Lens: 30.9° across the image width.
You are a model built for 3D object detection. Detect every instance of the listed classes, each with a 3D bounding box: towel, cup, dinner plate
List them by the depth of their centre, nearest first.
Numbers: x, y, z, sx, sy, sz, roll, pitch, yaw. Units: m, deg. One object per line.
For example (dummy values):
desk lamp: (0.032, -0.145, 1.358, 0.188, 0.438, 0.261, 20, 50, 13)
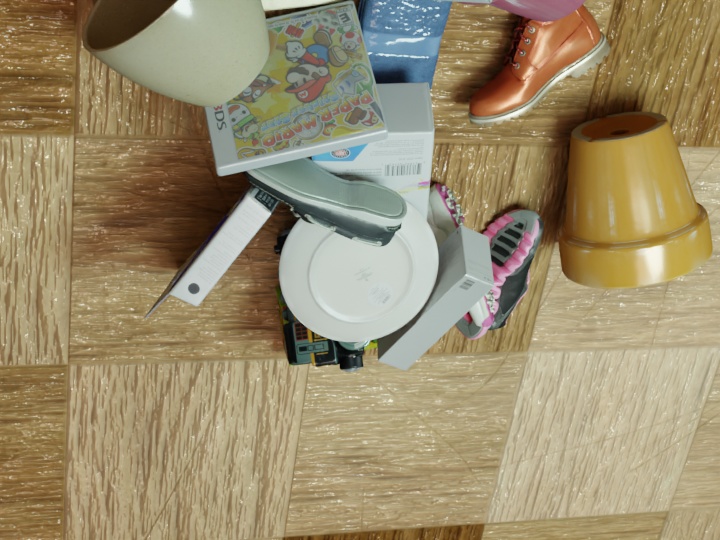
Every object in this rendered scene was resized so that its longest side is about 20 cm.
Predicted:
cup: (-0.179, -0.262, 1.407, 0.200, 0.201, 0.143, -38, 123, 10)
towel: (0.043, -0.271, 1.564, 0.110, 0.049, 0.202, 3, 120, -18)
dinner plate: (0.000, 0.000, 1.578, 0.197, 0.024, 0.203, -4, 116, -9)

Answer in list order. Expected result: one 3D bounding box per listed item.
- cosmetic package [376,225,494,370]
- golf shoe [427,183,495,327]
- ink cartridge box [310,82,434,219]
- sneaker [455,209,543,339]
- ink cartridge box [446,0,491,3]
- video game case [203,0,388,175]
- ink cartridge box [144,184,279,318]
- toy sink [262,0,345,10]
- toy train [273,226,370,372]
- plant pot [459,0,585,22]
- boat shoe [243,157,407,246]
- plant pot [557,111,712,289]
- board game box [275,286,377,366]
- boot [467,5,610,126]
cosmetic package: (0.092, 0.038, 1.661, 0.050, 0.083, 0.200, 19, 136, -26)
golf shoe: (0.113, -0.012, 1.721, 0.091, 0.075, 0.202, -22, 98, 13)
ink cartridge box: (0.011, -0.128, 1.577, 0.142, 0.085, 0.201, -2, 143, -2)
sneaker: (0.202, 0.003, 1.787, 0.095, 0.079, 0.201, 1, 125, -43)
ink cartridge box: (0.079, -0.389, 1.348, 0.084, 0.144, 0.203, 32, 68, -63)
video game case: (-0.084, -0.211, 1.486, 0.197, 0.184, 0.023, -13, 156, -4)
ink cartridge box: (-0.167, -0.032, 1.571, 0.043, 0.198, 0.200, 40, 106, -8)
toy sink: (-0.059, -0.369, 1.430, 0.129, 0.112, 0.202, -8, 124, -11)
toy train: (-0.048, 0.033, 1.670, 0.112, 0.085, 0.203, -8, 86, 1)
plant pot: (0.176, -0.374, 1.461, 0.178, 0.201, 0.200, 22, 115, -44)
boat shoe: (-0.047, -0.079, 1.497, 0.198, 0.076, 0.061, 22, 132, -5)
plant pot: (0.347, -0.100, 1.692, 0.198, 0.200, 0.185, -15, 109, -6)
board game box: (-0.010, 0.056, 1.761, 0.197, 0.048, 0.103, -12, 124, -9)
boot: (0.203, -0.264, 1.607, 0.199, 0.075, 0.108, -36, 122, -2)
